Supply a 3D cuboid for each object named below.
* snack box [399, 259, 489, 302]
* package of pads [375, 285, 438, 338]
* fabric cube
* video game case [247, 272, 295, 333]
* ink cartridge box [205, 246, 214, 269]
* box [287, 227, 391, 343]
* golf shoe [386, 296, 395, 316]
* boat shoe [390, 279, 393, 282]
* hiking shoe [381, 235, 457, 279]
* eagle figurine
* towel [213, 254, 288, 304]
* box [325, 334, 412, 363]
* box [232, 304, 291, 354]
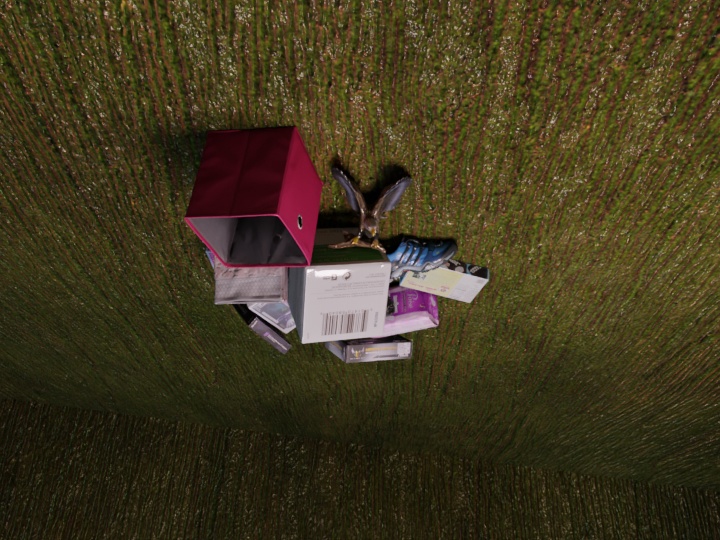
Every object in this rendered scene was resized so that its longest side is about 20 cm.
[{"bbox_3d":[0.208,0.017,1.685,0.197,0.038,0.117,14,144,-11],"label":"snack box"},{"bbox_3d":[0.104,0.104,1.778,0.197,0.122,0.076,-14,150,23],"label":"package of pads"},{"bbox_3d":[-0.199,-0.139,1.329,0.197,0.202,0.197,0,151,16],"label":"fabric cube"},{"bbox_3d":[-0.164,0.072,1.694,0.181,0.023,0.200,-35,148,5],"label":"video game case"},{"bbox_3d":[-0.292,-0.026,1.751,0.196,0.043,0.120,4,152,4],"label":"ink cartridge box"},{"bbox_3d":[-0.053,0.029,1.518,0.196,0.172,0.203,-4,121,-17],"label":"box"},{"bbox_3d":[-0.012,0.090,1.694,0.197,0.079,0.095,11,141,-3],"label":"golf shoe"},{"bbox_3d":[-0.001,-0.001,1.681,0.196,0.069,0.073,-2,-162,-25],"label":"boat shoe"},{"bbox_3d":[0.126,-0.041,1.564,0.197,0.075,0.088,-17,109,10],"label":"hiking shoe"},{"bbox_3d":[0.019,-0.131,1.401,0.150,0.150,0.203,-22,132,-32],"label":"eagle figurine"},{"bbox_3d":[-0.264,-0.017,1.602,0.197,0.195,0.032,-3,174,21],"label":"towel"},{"bbox_3d":[0.021,0.203,1.846,0.197,0.049,0.158,0,-170,-24],"label":"box"},{"bbox_3d":[-0.273,0.132,1.786,0.143,0.036,0.200,45,175,-35],"label":"box"}]
